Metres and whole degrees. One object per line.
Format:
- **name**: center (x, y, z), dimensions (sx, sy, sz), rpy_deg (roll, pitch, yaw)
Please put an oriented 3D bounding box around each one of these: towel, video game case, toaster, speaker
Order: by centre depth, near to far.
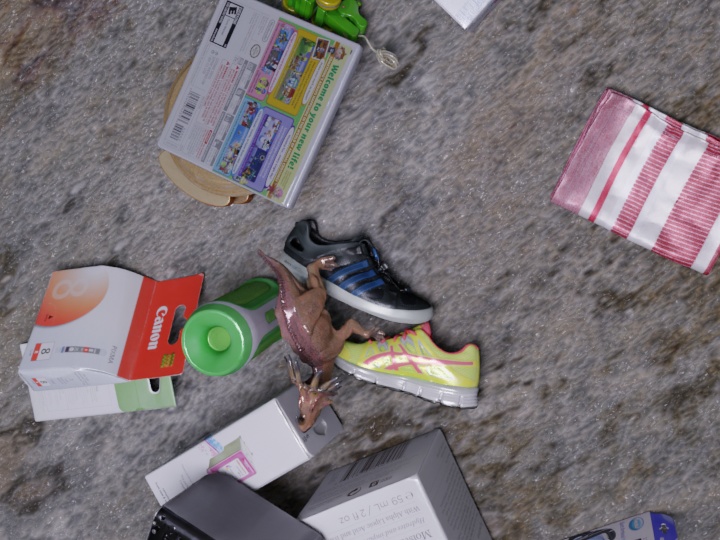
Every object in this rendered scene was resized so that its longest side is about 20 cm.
- **toaster**: center (-0.144, 0.349, 1.120), dimensions (0.199, 0.119, 0.182), rpy_deg (28, 118, 14)
- **towel**: center (0.333, -0.099, 1.144), dimensions (0.199, 0.023, 0.145), rpy_deg (27, 104, 7)
- **video game case**: center (-0.116, -0.197, 1.163), dimensions (0.181, 0.022, 0.201), rpy_deg (25, 93, 14)
- **speaker**: center (-0.137, 0.062, 1.179), dimensions (0.088, 0.200, 0.089), rpy_deg (2, 99, 12)

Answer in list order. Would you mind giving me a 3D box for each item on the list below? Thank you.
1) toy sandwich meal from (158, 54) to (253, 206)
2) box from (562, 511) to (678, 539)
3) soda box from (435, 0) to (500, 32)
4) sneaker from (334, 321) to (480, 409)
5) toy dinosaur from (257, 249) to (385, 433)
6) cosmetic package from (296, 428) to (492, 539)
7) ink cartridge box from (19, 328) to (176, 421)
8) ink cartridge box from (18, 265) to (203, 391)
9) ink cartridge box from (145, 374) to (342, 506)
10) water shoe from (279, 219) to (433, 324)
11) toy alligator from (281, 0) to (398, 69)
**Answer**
- **toy sandwich meal**: center (-0.146, -0.172, 1.217), dimensions (0.203, 0.070, 0.207), rpy_deg (-1, 88, 14)
- **box**: center (0.274, 0.341, 1.177), dimensions (0.199, 0.119, 0.042), rpy_deg (-21, 94, 15)
- **soda box**: center (0.070, -0.358, 1.135), dimensions (0.200, 0.068, 0.064), rpy_deg (45, 105, 2)
- **sneaker**: center (0.052, 0.101, 1.218), dimensions (0.198, 0.078, 0.091), rpy_deg (14, 88, 8)
- **toy dinosaur**: center (-0.061, 0.068, 1.140), dimensions (0.085, 0.136, 0.201), rpy_deg (-19, 107, 39)
- **cosmetic package**: center (0.052, 0.327, 1.199), dimensions (0.164, 0.165, 0.201), rpy_deg (-25, 93, 17)
- **ink cartridge box**: center (-0.327, 0.128, 1.304), dimensions (0.198, 0.059, 0.105), rpy_deg (-7, 97, 13)
- **ink cartridge box**: center (-0.302, 0.063, 1.241), dimensions (0.198, 0.163, 0.050), rpy_deg (-9, 137, 15)
- **ink cartridge box**: center (-0.137, 0.219, 1.233), dimensions (0.199, 0.144, 0.085), rpy_deg (-31, 88, 15)
- **water shoe**: center (0.000, 0.000, 1.207), dimensions (0.199, 0.071, 0.080), rpy_deg (22, 100, 7)
- **toy alligator**: center (-0.027, -0.304, 1.176), dimensions (0.199, 0.059, 0.054), rpy_deg (34, 64, 5)
